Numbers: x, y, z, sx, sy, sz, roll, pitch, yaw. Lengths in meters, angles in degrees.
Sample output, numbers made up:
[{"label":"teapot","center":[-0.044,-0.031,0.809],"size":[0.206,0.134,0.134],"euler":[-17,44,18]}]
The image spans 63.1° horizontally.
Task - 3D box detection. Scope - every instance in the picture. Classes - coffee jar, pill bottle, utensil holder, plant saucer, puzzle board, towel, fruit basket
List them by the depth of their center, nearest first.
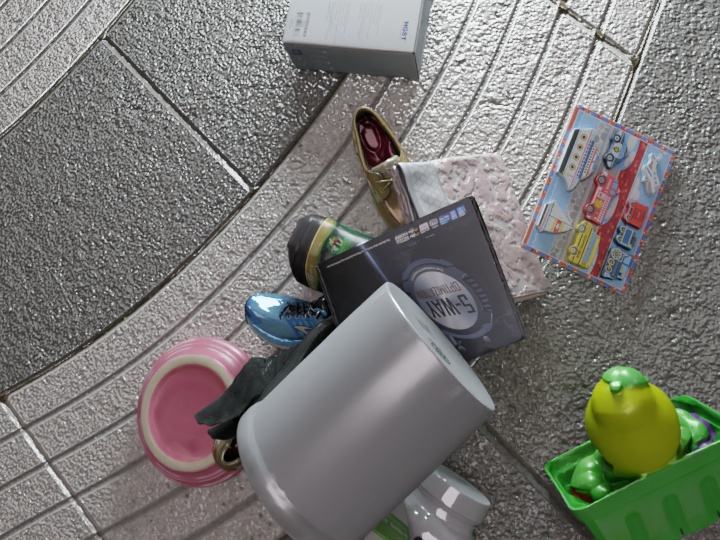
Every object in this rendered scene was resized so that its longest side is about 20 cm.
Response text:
[{"label":"utensil holder","center":[0.008,0.139,0.566],"size":[0.200,0.170,0.171],"euler":[-43,75,9]},{"label":"fruit basket","center":[0.305,0.193,0.657],"size":[0.208,0.156,0.223],"euler":[0,93,3]},{"label":"pill bottle","center":[0.069,0.342,0.698],"size":[0.114,0.116,0.203],"euler":[29,86,14]},{"label":"towel","center":[0.142,-0.051,0.745],"size":[0.187,0.032,0.206],"euler":[-9,77,-31]},{"label":"puzzle board","center":[0.310,-0.093,0.758],"size":[0.147,0.017,0.205],"euler":[24,84,-3]},{"label":"coffee jar","center":[0.000,0.000,0.775],"size":[0.195,0.105,0.087],"euler":[21,69,14]},{"label":"plant saucer","center":[-0.227,0.195,0.814],"size":[0.194,0.051,0.207],"euler":[-2,80,10]}]

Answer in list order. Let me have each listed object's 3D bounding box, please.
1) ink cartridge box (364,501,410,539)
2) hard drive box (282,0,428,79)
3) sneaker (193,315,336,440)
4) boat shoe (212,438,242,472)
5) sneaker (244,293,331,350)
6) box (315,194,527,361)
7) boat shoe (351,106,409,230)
[{"label":"ink cartridge box","center":[-0.008,0.276,0.704],"size":[0.067,0.201,0.117],"euler":[38,108,-18]},{"label":"hard drive box","center":[0.000,-0.377,0.855],"size":[0.194,0.077,0.161],"euler":[9,82,13]},{"label":"sneaker","center":[-0.100,0.123,0.702],"size":[0.103,0.061,0.201],"euler":[10,52,45]},{"label":"boat shoe","center":[-0.102,0.185,0.758],"size":[0.199,0.068,0.075],"euler":[-41,93,-17]},{"label":"sneaker","center":[-0.059,0.057,0.775],"size":[0.194,0.091,0.080],"euler":[12,47,7]},{"label":"box","center":[0.065,0.032,0.658],"size":[0.195,0.043,0.164],"euler":[-22,86,14]},{"label":"boat shoe","center":[0.036,-0.135,0.811],"size":[0.073,0.066,0.203],"euler":[-29,76,4]}]
